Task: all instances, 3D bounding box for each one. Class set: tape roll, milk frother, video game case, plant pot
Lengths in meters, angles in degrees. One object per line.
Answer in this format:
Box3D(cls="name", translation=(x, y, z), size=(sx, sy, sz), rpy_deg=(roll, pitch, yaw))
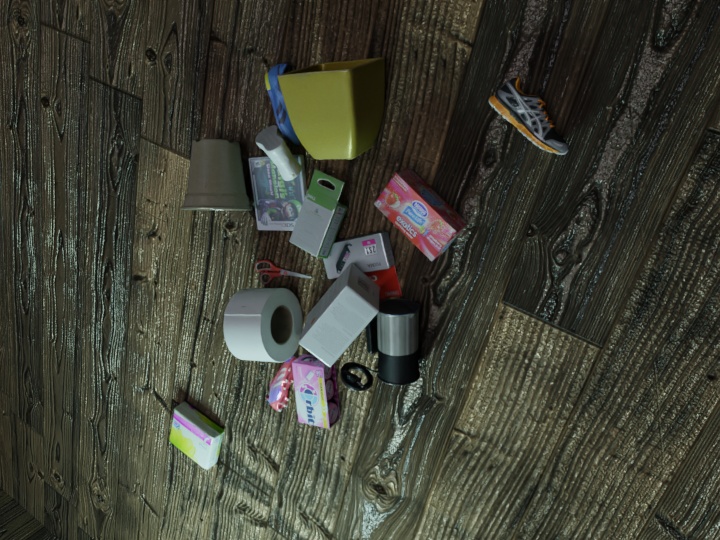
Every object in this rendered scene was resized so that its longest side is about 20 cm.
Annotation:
Box3D(cls="tape roll", translation=(-0.273, 0.153, 1.592), size=(0.136, 0.202, 0.209), rpy_deg=(-2, 105, 30))
Box3D(cls="milk frother", translation=(0.050, 0.189, 1.421), size=(0.176, 0.199, 0.194), rpy_deg=(7, 109, 31))
Box3D(cls="video game case", translation=(-0.224, -0.212, 1.555), size=(0.177, 0.023, 0.206), rpy_deg=(3, 106, 29))
Box3D(cls="plant pot", translation=(-0.398, -0.262, 1.556), size=(0.195, 0.199, 0.190), rpy_deg=(4, 96, 28))
Box3D(cls="plant pot", translation=(-0.054, -0.373, 1.317), size=(0.190, 0.194, 0.206), rpy_deg=(6, 117, 27))

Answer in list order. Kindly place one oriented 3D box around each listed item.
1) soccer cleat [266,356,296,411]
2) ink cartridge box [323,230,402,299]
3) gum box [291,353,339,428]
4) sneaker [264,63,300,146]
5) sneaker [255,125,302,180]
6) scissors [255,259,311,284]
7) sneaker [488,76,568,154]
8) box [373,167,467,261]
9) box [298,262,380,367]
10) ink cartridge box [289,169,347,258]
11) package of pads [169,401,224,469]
Box3D(cls="soccer cleat", translation=(-0.243, 0.338, 1.715), size=(0.075, 0.066, 0.205), rpy_deg=(29, 120, 23))
Box3D(cls="ink cartridge box", translation=(0.000, 0.000, 1.482), size=(0.195, 0.043, 0.179), rpy_deg=(-9, 99, 31))
Box3D(cls="gum box", translation=(-0.131, 0.348, 1.649), size=(0.111, 0.066, 0.206), rpy_deg=(3, 107, 29))
Box3D(cls="sneaker", translation=(-0.182, -0.426, 1.441), size=(0.077, 0.066, 0.206), rpy_deg=(-14, 98, 28))
Box3D(cls="sneaker", translation=(-0.212, -0.300, 1.465), size=(0.073, 0.201, 0.117), rpy_deg=(-30, 124, 1))
Box3D(cls="scissors", translation=(-0.227, -0.001, 1.627), size=(0.195, 0.014, 0.075), rpy_deg=(-6, 100, 33))
Box3D(cls="sneaker", translation=(0.358, -0.317, 1.162), size=(0.200, 0.078, 0.078), rpy_deg=(45, 112, 9))
Box3D(cls="box", translation=(0.142, -0.135, 1.327), size=(0.200, 0.095, 0.100), rpy_deg=(45, 121, 10))
Box3D(cls="box", translation=(-0.050, 0.110, 1.420), size=(0.105, 0.153, 0.201), rpy_deg=(37, 109, -11))
Box3D(cls="ink cartridge box", translation=(-0.102, -0.146, 1.465), size=(0.102, 0.059, 0.205), rpy_deg=(27, 102, 28))
Box3D(cls="package of pads", translation=(-0.580, 0.584, 1.978), size=(0.197, 0.068, 0.158), rpy_deg=(28, 117, 20))
